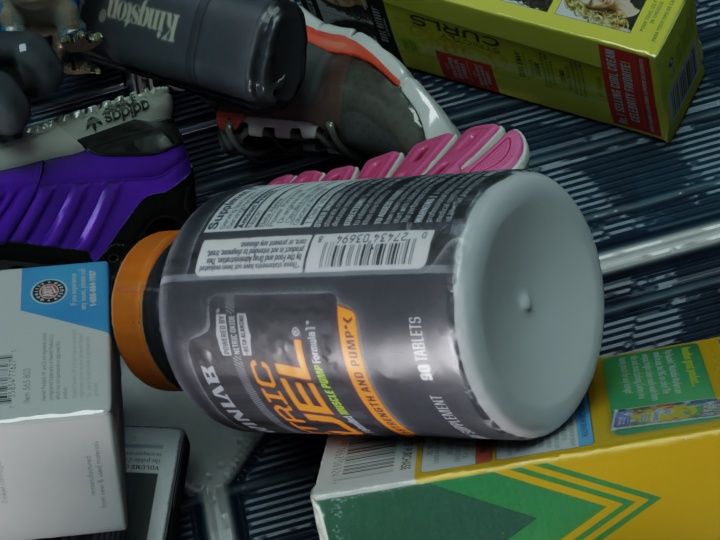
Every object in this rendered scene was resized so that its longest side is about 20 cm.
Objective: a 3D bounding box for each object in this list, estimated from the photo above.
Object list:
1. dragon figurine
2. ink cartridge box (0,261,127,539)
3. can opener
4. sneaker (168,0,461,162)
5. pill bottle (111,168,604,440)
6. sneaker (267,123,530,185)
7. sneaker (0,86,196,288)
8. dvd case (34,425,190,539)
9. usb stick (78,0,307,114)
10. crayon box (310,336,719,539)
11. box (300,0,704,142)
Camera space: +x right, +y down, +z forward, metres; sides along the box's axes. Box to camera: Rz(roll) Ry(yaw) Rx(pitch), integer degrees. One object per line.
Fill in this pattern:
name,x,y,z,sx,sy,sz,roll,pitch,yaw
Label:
dragon figurine,-0.161,-0.147,1.062,0.059,0.200,0.100,-6,81,-9
ink cartridge box,-0.204,0.062,0.932,0.200,0.068,0.115,-5,33,-4
can opener,-0.228,-0.102,1.018,0.200,0.067,0.053,5,48,40
sneaker,-0.026,-0.076,1.062,0.082,0.077,0.200,-49,49,-8
pill bottle,-0.009,0.015,0.891,0.200,0.106,0.106,-2,53,39
sneaker,0.000,0.000,0.997,0.200,0.088,0.074,-14,24,28
sneaker,-0.156,-0.014,1.011,0.200,0.100,0.070,-23,6,-32
dvd case,-0.161,0.157,0.936,0.150,0.025,0.200,2,57,8
usb stick,-0.092,-0.118,1.059,0.033,0.056,0.200,-1,14,-37
crayon box,0.086,0.078,0.888,0.200,0.052,0.126,-11,12,6
box,0.066,-0.126,1.065,0.200,0.075,0.050,18,64,22
